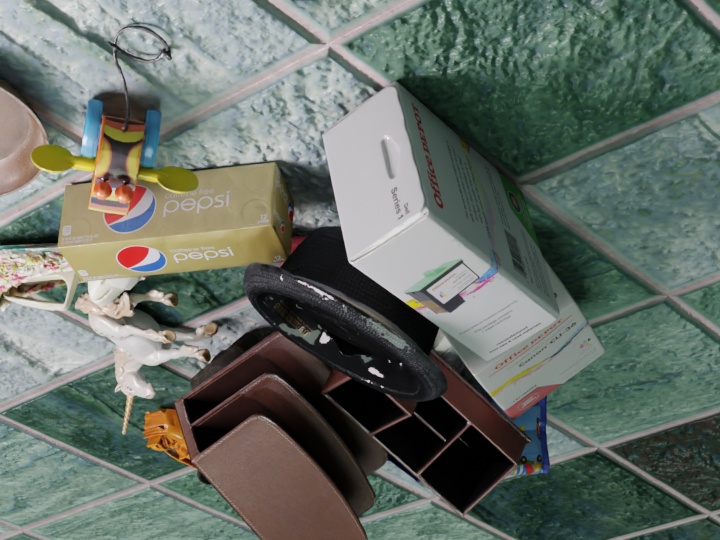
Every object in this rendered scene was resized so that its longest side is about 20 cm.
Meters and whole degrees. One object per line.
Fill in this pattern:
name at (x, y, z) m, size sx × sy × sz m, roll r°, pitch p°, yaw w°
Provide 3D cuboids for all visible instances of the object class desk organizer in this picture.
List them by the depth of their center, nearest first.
desk organizer at (0.063, 0.139, 1.602) m, size 0.200 × 0.077 × 0.072 m, roll 42°, pitch 137°, yaw -16°

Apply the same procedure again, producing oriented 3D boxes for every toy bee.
toy bee at (-0.205, -0.091, 1.361) m, size 0.129 × 0.110 × 0.201 m, roll -1°, pitch 149°, yaw 8°

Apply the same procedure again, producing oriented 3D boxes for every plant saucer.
plant saucer at (-0.356, -0.123, 1.390) m, size 0.198 × 0.032 × 0.201 m, roll 2°, pitch 150°, yaw 1°

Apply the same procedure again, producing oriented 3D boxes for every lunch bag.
lunch bag at (0.087, 0.164, 1.773) m, size 0.149 × 0.095 × 0.200 m, roll -1°, pitch 179°, yaw -22°

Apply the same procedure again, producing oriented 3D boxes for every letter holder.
letter holder at (-0.058, 0.175, 1.587) m, size 0.142 × 0.101 × 0.201 m, roll -35°, pitch 122°, yaw 3°

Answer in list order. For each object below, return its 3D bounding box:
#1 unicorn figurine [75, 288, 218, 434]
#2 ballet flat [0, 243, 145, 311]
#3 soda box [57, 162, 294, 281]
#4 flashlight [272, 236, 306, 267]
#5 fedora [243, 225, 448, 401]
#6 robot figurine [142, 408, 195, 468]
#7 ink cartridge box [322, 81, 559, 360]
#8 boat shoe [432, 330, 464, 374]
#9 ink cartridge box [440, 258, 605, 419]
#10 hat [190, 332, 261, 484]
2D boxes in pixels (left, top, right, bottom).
unicorn figurine at (-0.217, 0.072, 1.684) m, size 0.136 × 0.074 × 0.201 m, roll -5°, pitch 135°, yaw 28°
ballet flat at (-0.263, 0.004, 1.565) m, size 0.198 × 0.065 × 0.076 m, roll -6°, pitch 166°, yaw 14°
soda box at (-0.161, -0.042, 1.479) m, size 0.198 × 0.068 × 0.064 m, roll -6°, pitch 149°, yaw 12°
flashlight at (0.000, 0.000, 1.534) m, size 0.197 × 0.068 × 0.068 m, roll 1°, pitch 110°, yaw 10°
fedora at (0.001, 0.026, 1.434) m, size 0.199 × 0.092 × 0.201 m, roll 27°, pitch 162°, yaw 9°
robot figurine at (-0.141, 0.198, 1.891) m, size 0.144 × 0.059 × 0.199 m, roll -22°, pitch 141°, yaw 36°
ink cartridge box at (0.066, -0.038, 1.384) m, size 0.084 × 0.146 × 0.200 m, roll -32°, pitch 138°, yaw 22°
boat shoe at (0.089, 0.060, 1.649) m, size 0.071 × 0.071 × 0.201 m, roll -2°, pitch 155°, yaw -15°
ink cartridge box at (0.147, 0.057, 1.553) m, size 0.116 × 0.068 × 0.200 m, roll -37°, pitch 153°, yaw 4°
hat at (-0.127, 0.120, 1.709) m, size 0.081 × 0.201 × 0.201 m, roll 38°, pitch 148°, yaw 9°
